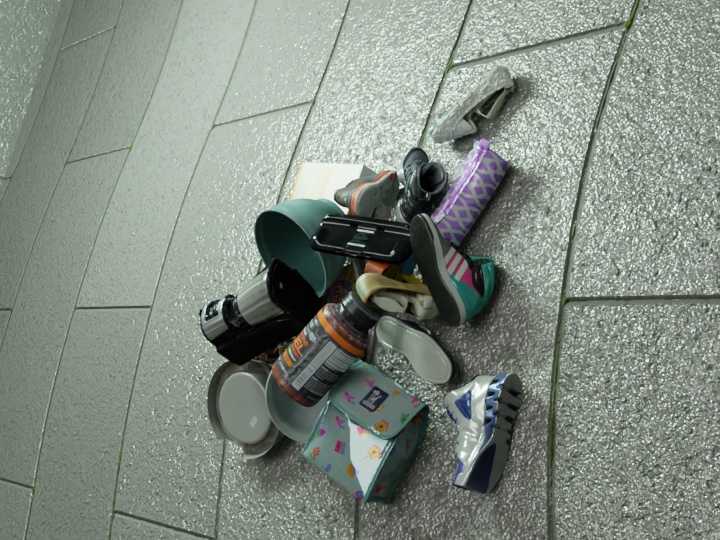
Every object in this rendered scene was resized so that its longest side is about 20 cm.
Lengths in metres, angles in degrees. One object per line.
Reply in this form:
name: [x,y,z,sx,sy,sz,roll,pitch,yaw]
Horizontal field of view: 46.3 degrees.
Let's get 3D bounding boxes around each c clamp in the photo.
c clamp: [0.000,0.000,1.602,0.027,0.171,0.203,-14,69,8]

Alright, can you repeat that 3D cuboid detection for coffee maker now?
coffee maker: [-0.184,0.101,1.629,0.198,0.193,0.135,-28,16,30]

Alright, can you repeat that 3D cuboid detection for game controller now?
game controller: [0.007,-0.058,1.528,0.197,0.043,0.105,9,48,24]

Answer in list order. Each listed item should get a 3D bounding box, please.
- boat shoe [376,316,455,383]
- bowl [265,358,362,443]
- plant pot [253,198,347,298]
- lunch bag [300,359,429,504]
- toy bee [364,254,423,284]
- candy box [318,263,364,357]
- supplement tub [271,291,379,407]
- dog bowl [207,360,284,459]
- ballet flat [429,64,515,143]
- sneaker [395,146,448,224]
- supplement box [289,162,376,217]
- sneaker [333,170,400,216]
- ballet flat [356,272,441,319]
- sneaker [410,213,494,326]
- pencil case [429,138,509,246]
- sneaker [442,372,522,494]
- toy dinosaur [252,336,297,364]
boat shoe: [0.109,0.139,1.509,0.199,0.060,0.075,28,110,47]
bowl: [-0.082,0.216,1.587,0.203,0.199,0.090,-55,14,7]
plant pot: [-0.098,-0.062,1.680,0.198,0.203,0.134,9,37,45]
lunch bag: [0.014,0.280,1.478,0.169,0.121,0.203,29,94,34]
toy bee: [0.077,-0.002,1.569,0.131,0.198,0.110,43,138,39]
candy box: [-0.040,0.086,1.679,0.101,0.026,0.203,-15,58,23]
supplement tub: [-0.057,0.133,1.463,0.200,0.106,0.107,-48,46,10]
dog bowl: [-0.222,0.276,1.711,0.197,0.058,0.204,4,96,35]
ballet flat: [0.216,-0.306,1.612,0.200,0.071,0.072,-45,47,18]
sneaker: [0.121,-0.179,1.593,0.114,0.074,0.203,127,158,-49]
supplement box: [-0.057,-0.157,1.790,0.198,0.073,0.128,10,78,45]
sneaker: [0.014,-0.162,1.641,0.081,0.199,0.078,17,110,24]
ballet flat: [0.084,0.058,1.476,0.063,0.197,0.069,-104,32,-53]
sneaker: [0.172,-0.015,1.469,0.083,0.119,0.203,-31,78,58]
pencil case: [0.190,-0.138,1.542,0.084,0.085,0.202,36,96,43]
sneaker: [0.185,0.257,1.377,0.114,0.080,0.202,5,68,48]
toy dinosaur: [-0.154,0.144,1.748,0.196,0.102,0.138,-7,77,-1]
